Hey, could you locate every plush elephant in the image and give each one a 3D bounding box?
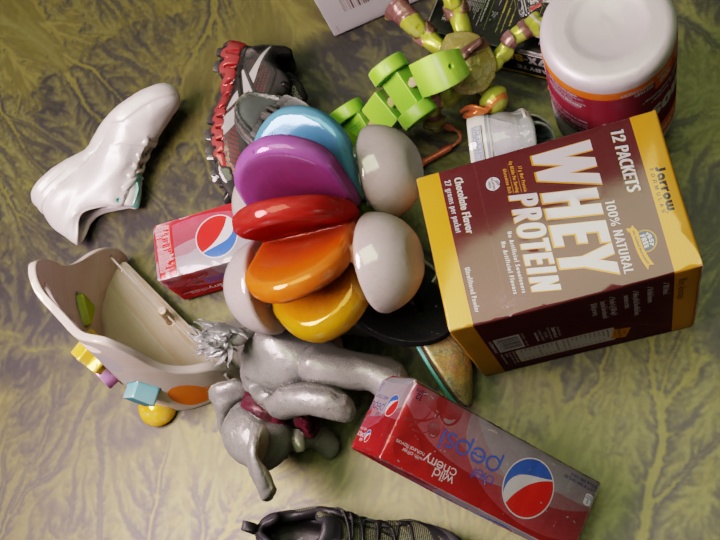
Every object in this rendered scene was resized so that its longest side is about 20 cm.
[{"bbox_3d":[-0.065,0.122,0.989,0.198,0.156,0.165,2,26,-20],"label":"plush elephant"}]

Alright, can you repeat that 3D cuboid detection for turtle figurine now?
[{"bbox_3d":[0.091,-0.204,1.053,0.200,0.064,0.162,-39,82,24],"label":"turtle figurine"}]

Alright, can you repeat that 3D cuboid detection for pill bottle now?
[{"bbox_3d":[0.225,-0.168,0.964,0.112,0.200,0.114,-5,71,14],"label":"pill bottle"}]

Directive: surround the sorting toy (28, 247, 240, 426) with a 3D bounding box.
[{"bbox_3d":[-0.239,0.057,1.038,0.200,0.180,0.107,41,86,24],"label":"sorting toy"}]

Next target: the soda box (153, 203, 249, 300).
[{"bbox_3d":[-0.104,-0.032,1.087,0.198,0.070,0.064,-15,70,10],"label":"soda box"}]

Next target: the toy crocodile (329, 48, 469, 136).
[{"bbox_3d":[0.026,-0.154,1.052,0.068,0.062,0.200,55,137,3],"label":"toy crocodile"}]

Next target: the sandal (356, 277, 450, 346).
[{"bbox_3d":[-0.001,0.000,0.979,0.200,0.048,0.075,34,64,18],"label":"sandal"}]

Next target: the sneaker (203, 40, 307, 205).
[{"bbox_3d":[-0.105,-0.158,1.119,0.097,0.071,0.202,-5,59,12],"label":"sneaker"}]

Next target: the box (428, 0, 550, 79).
[{"bbox_3d":[0.174,-0.304,1.107,0.158,0.049,0.202,17,78,18],"label":"box"}]

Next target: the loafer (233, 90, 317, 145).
[{"bbox_3d":[-0.040,-0.120,1.025,0.199,0.063,0.072,34,78,15],"label":"loafer"}]

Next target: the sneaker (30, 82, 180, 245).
[{"bbox_3d":[-0.257,-0.111,1.168,0.200,0.075,0.089,-43,78,6],"label":"sneaker"}]

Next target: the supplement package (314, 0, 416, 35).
[{"bbox_3d":[-0.019,-0.379,1.152,0.116,0.117,0.202,-22,67,9],"label":"supplement package"}]

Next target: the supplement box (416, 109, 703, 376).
[{"bbox_3d":[0.174,-0.013,0.927,0.198,0.197,0.134,-15,71,11],"label":"supplement box"}]

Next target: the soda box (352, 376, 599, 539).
[{"bbox_3d":[0.097,0.163,0.900,0.199,0.063,0.070,30,79,-18],"label":"soda box"}]

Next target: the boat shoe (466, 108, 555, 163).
[{"bbox_3d":[0.141,-0.110,0.977,0.071,0.201,0.071,-5,94,13],"label":"boat shoe"}]

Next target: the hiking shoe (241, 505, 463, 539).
[{"bbox_3d":[-0.004,0.249,0.947,0.198,0.101,0.077,1,73,17],"label":"hiking shoe"}]

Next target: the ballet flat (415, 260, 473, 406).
[{"bbox_3d":[0.060,0.035,1.017,0.071,0.071,0.200,-38,63,2],"label":"ballet flat"}]

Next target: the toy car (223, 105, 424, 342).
[{"bbox_3d":[-0.046,-0.049,0.899,0.174,0.150,0.202,-13,57,25],"label":"toy car"}]
